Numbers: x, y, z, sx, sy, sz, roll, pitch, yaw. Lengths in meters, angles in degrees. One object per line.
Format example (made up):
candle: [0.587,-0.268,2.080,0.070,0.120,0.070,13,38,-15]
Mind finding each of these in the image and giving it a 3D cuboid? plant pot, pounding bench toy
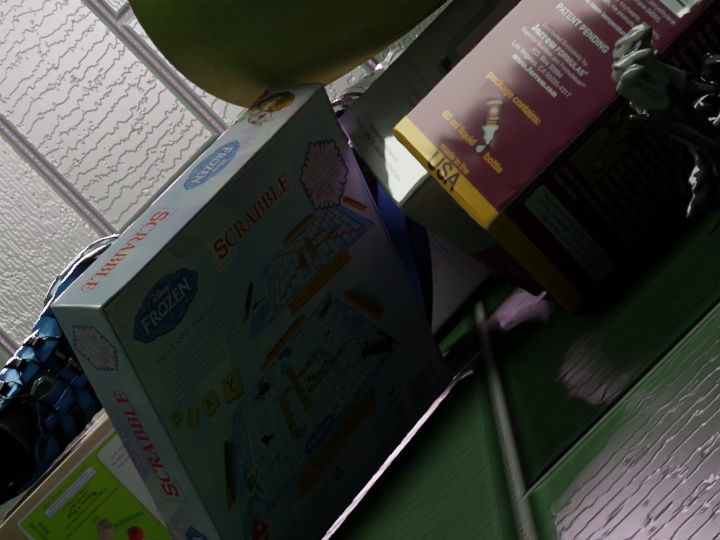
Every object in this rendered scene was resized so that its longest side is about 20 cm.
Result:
plant pot: [-0.001,-0.201,1.333,0.199,0.188,0.187,-16,23,43]
pounding bench toy: [-0.098,0.121,1.466,0.200,0.124,0.156,-45,3,-6]

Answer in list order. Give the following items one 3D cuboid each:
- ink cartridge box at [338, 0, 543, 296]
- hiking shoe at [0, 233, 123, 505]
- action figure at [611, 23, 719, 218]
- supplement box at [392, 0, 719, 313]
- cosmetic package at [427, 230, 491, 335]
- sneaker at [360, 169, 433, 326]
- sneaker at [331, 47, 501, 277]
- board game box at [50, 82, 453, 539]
ink cartridge box: [0.111,-0.100,1.363,0.200,0.083,0.146,-45,-40,12]
hiking shoe: [-0.173,0.069,1.458,0.200,0.074,0.087,-54,6,27]
action figure: [0.172,-0.102,1.106,0.119,0.102,0.200,-60,12,-30]
supplement box: [0.129,-0.093,1.232,0.200,0.086,0.110,-45,-35,3]
cosmetic package: [0.057,-0.025,1.696,0.200,0.081,0.113,-47,2,-19]
sneaker: [0.000,0.000,1.487,0.200,0.077,0.071,77,-166,-59]
sneaker: [0.037,-0.056,1.600,0.087,0.200,0.074,-28,-39,-7]
board game box: [-0.050,0.039,1.328,0.041,0.200,0.200,2,36,40]
